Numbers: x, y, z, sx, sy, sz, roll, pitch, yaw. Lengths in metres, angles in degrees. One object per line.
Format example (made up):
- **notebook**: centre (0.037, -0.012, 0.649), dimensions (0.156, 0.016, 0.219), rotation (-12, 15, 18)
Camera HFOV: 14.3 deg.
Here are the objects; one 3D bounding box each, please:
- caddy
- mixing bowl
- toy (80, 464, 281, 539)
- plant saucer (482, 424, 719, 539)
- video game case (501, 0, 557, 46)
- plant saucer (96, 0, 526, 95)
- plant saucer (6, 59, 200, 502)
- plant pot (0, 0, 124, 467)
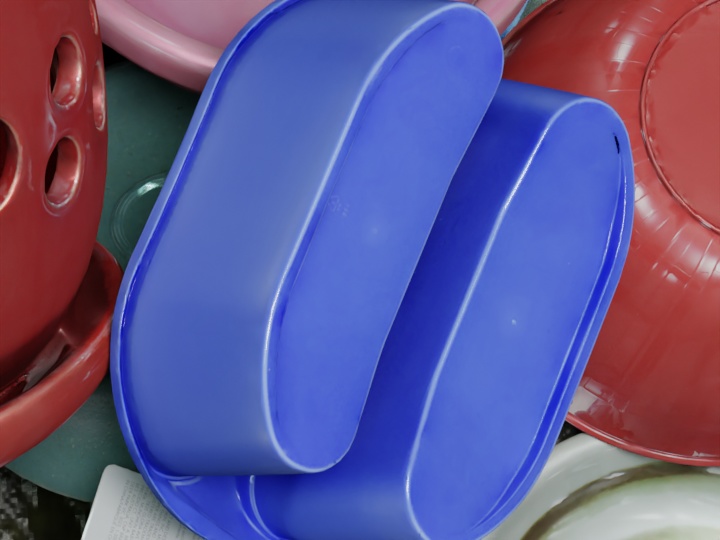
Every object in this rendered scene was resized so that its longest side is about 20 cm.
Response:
- **caddy**: centre (0.000, 0.000, 0.950), dimensions (0.141, 0.105, 0.201), rotation (33, 73, -36)
- **mixing bowl**: centre (0.136, -0.037, 1.039), dimensions (0.199, 0.108, 0.201), rotation (2, 74, -8)
- **toy**: centre (-0.012, 0.154, 0.978), dimensions (0.199, 0.047, 0.116), rotation (20, 69, -9)
- **plant saucer**: centre (0.118, 0.155, 1.053), dimensions (0.199, 0.050, 0.201), rotation (4, 67, -9)
- **video game case**: centre (0.077, -0.051, 1.112), dimensions (0.199, 0.024, 0.183), rotation (26, 78, 1)
- **plant saucer**: centre (-0.031, -0.134, 1.063), dimensions (0.200, 0.051, 0.201), rotation (5, 54, -7)
- **plant saucer**: centre (-0.067, -0.010, 1.042), dimensions (0.199, 0.036, 0.201), rotation (-5, 55, 7)
- **plant pot**: centre (-0.171, -0.032, 0.921), dimensions (0.200, 0.200, 0.183), rotation (-18, 117, -8)
